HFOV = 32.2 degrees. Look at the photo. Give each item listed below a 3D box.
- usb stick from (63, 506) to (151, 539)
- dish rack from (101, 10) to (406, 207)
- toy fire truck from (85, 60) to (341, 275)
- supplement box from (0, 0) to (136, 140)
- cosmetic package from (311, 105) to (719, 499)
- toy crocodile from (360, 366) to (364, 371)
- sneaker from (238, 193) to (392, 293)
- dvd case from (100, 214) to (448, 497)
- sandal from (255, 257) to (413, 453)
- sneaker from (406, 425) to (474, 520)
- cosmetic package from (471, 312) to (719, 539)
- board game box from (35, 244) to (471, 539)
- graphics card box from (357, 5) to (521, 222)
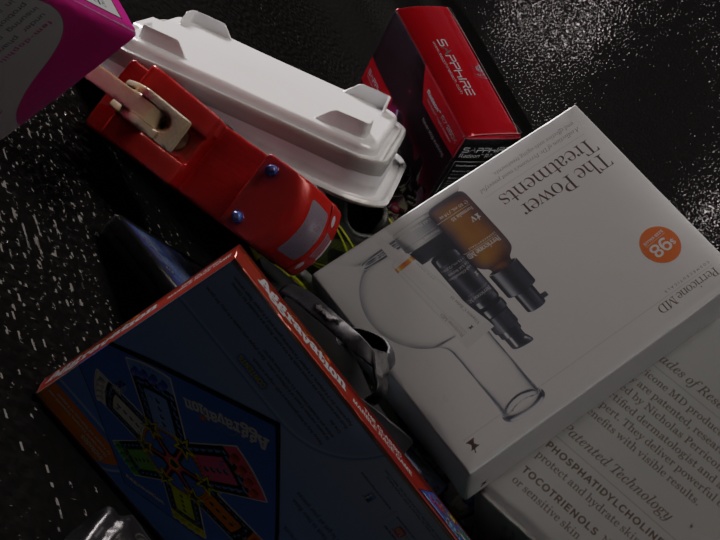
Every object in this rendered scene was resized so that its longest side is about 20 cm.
[{"bbox_3d":[-0.044,0.175,0.453,0.200,0.033,0.055,55,22,-9],"label":"usb stick"},{"bbox_3d":[-0.060,-0.111,0.781,0.200,0.044,0.172,24,18,1],"label":"dish rack"},{"bbox_3d":[-0.106,-0.078,0.631,0.200,0.049,0.141,36,-2,13],"label":"toy fire truck"},{"bbox_3d":[-0.190,-0.122,0.464,0.104,0.101,0.200,61,15,16],"label":"supplement box"},{"bbox_3d":[0.095,0.013,0.728,0.151,0.200,0.052,51,-15,21],"label":"cosmetic package"},{"bbox_3d":[0.058,0.049,0.802,0.200,0.068,0.062,23,-5,-24],"label":"toy crocodile"},{"bbox_3d":[0.000,0.000,0.834,0.200,0.085,0.075,40,16,-47],"label":"sneaker"},{"bbox_3d":[-0.041,0.051,0.664,0.143,0.018,0.200,45,6,37],"label":"dvd case"},{"bbox_3d":[-0.020,0.031,0.636,0.076,0.043,0.200,40,5,-28],"label":"sandal"},{"bbox_3d":[0.071,0.091,0.910,0.085,0.077,0.200,49,16,-13],"label":"sneaker"},{"bbox_3d":[0.193,0.144,0.776,0.166,0.200,0.167,40,-19,20],"label":"cosmetic package"},{"bbox_3d":[-0.031,0.096,0.518,0.200,0.103,0.019,53,13,-16],"label":"board game box"},{"bbox_3d":[0.030,-0.075,0.902,0.051,0.200,0.126,-6,56,-30],"label":"graphics card box"}]
